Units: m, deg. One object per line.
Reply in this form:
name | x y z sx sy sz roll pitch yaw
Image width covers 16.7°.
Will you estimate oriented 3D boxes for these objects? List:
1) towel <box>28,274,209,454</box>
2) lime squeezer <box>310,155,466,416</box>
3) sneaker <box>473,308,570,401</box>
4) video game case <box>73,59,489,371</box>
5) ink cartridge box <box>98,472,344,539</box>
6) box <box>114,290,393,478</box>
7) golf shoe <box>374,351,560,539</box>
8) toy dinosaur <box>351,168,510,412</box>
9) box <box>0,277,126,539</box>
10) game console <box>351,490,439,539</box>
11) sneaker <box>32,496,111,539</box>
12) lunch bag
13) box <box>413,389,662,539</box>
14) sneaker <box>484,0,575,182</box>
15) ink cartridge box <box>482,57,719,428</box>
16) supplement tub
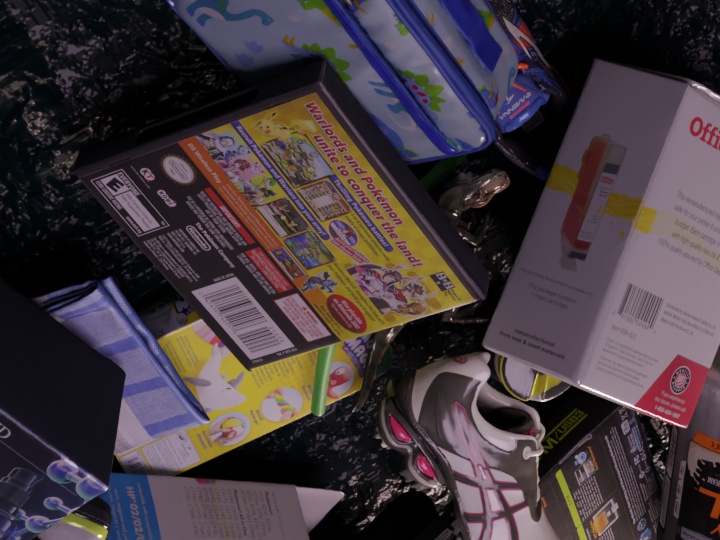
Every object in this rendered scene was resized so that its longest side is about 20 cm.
towel | -0.217 0.082 1.585 0.199 0.024 0.147 -18 129 18
lime squeezer | 0.000 0.000 1.598 0.200 0.038 0.071 -62 165 3
sneaker | 0.153 0.005 1.676 0.200 0.085 0.075 -38 117 -18
video game case | -0.046 -0.029 1.507 0.180 0.026 0.200 -17 130 27
ink cartridge box | -0.112 0.201 1.689 0.199 0.068 0.115 7 141 -32
box | -0.085 0.057 1.641 0.199 0.048 0.118 -23 128 1
golf shoe | 0.094 0.141 1.631 0.088 0.077 0.200 -30 116 19
toy dinosaur | 0.055 0.003 1.627 0.088 0.047 0.200 -11 134 -50
box | -0.269 0.104 1.521 0.200 0.107 0.148 -34 122 27
game console | -0.012 0.282 1.780 0.200 0.116 0.176 -39 110 -40
sneaker | -0.235 0.196 1.614 0.072 0.083 0.200 23 153 -26
lunch bag | -0.008 -0.148 1.449 0.160 0.083 0.200 -4 139 36
box | 0.142 0.209 1.786 0.193 0.047 0.200 -39 132 -19
sneaker | 0.087 -0.127 1.547 0.075 0.079 0.200 -40 128 10
ink cartridge box | 0.180 -0.017 1.568 0.145 0.083 0.201 23 88 -50
supplement tub | 0.280 0.151 1.768 0.122 0.123 0.201 -4 114 -17
